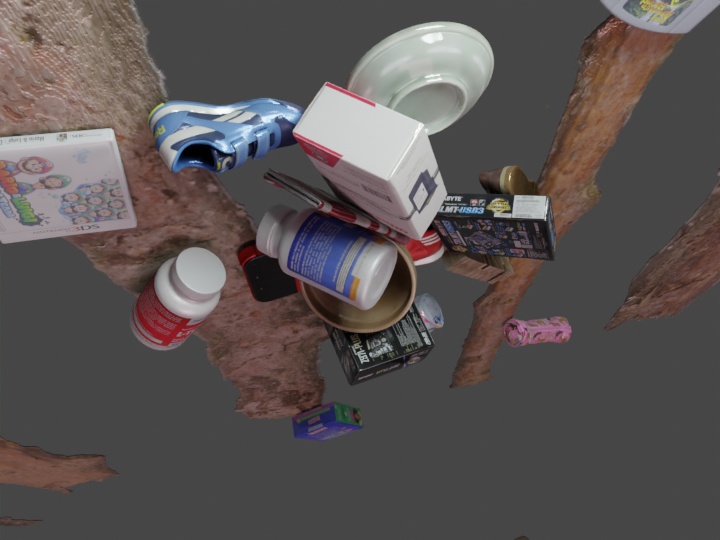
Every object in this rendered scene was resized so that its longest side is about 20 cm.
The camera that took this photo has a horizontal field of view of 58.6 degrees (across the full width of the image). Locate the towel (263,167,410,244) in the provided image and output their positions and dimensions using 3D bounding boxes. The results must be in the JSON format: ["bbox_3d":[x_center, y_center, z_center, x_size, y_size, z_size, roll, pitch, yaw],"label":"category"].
[{"bbox_3d":[-0.033,-0.091,0.942,0.200,0.144,0.023,17,102,-48],"label":"towel"}]

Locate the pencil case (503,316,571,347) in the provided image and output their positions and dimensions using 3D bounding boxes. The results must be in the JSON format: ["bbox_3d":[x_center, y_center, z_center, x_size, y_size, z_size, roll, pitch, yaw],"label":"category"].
[{"bbox_3d":[0.506,0.172,1.829,0.199,0.087,0.083,0,119,-30],"label":"pencil case"}]

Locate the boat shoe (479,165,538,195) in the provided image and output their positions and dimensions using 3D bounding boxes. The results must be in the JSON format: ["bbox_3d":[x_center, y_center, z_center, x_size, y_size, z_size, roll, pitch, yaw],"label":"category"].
[{"bbox_3d":[0.259,-0.127,1.115,0.072,0.072,0.200,5,170,31],"label":"boat shoe"}]

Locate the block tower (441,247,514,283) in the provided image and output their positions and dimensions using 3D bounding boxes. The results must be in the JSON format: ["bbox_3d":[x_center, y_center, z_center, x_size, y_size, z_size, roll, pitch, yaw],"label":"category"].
[{"bbox_3d":[0.238,-0.020,1.317,0.054,0.058,0.200,-34,148,33],"label":"block tower"}]

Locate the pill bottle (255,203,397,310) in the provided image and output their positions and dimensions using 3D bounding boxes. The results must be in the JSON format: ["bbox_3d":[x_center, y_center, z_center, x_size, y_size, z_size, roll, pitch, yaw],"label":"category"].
[{"bbox_3d":[-0.054,-0.028,0.978,0.199,0.112,0.112,25,160,16],"label":"pill bottle"}]

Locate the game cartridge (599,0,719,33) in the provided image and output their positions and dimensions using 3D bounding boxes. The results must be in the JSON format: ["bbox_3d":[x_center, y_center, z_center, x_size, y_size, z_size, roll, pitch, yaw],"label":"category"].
[{"bbox_3d":[0.367,-0.346,0.753,0.199,0.041,0.133,2,154,-32],"label":"game cartridge"}]

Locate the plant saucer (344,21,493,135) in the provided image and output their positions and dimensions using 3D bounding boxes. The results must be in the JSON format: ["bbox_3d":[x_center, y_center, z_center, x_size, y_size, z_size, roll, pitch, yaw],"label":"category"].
[{"bbox_3d":[0.081,-0.224,0.824,0.199,0.050,0.200,-13,155,-6],"label":"plant saucer"}]

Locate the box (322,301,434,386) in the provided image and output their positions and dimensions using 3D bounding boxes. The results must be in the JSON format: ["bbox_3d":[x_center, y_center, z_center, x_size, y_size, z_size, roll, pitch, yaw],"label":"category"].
[{"bbox_3d":[0.023,0.097,1.242,0.163,0.201,0.086,-16,156,-22],"label":"box"}]

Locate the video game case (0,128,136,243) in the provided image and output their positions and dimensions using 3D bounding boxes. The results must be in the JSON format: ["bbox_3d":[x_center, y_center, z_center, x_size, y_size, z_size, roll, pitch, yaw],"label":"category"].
[{"bbox_3d":[-0.397,-0.104,0.830,0.181,0.024,0.200,-9,153,-15],"label":"video game case"}]

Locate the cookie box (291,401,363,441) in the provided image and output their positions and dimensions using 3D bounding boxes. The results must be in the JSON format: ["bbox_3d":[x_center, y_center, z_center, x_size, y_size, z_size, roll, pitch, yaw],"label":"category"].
[{"bbox_3d":[-0.110,0.519,2.193,0.171,0.075,0.200,-24,153,19],"label":"cookie box"}]

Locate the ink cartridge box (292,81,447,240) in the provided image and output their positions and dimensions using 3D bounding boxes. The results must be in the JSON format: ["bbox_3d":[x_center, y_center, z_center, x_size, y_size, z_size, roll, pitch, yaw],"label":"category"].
[{"bbox_3d":[0.020,-0.135,0.835,0.085,0.144,0.200,-58,157,-7],"label":"ink cartridge box"}]

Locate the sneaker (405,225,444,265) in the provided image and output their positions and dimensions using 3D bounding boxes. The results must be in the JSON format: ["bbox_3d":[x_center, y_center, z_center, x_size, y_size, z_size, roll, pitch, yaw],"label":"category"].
[{"bbox_3d":[0.054,-0.043,1.170,0.199,0.078,0.116,-26,147,-5],"label":"sneaker"}]

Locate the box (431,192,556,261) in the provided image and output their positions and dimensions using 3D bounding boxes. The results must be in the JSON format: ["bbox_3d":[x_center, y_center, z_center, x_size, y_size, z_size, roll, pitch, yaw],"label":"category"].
[{"bbox_3d":[0.230,-0.074,1.108,0.198,0.050,0.200,7,165,23],"label":"box"}]

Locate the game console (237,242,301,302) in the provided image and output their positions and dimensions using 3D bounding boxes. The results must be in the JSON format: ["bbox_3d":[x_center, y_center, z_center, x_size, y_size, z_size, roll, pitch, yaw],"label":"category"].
[{"bbox_3d":[-0.125,-0.010,1.175,0.176,0.031,0.200,-18,156,-8],"label":"game console"}]

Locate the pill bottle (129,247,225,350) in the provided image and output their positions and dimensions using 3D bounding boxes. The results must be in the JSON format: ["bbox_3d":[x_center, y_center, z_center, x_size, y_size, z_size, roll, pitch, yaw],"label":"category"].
[{"bbox_3d":[-0.306,0.047,1.083,0.112,0.113,0.200,5,148,-37],"label":"pill bottle"}]

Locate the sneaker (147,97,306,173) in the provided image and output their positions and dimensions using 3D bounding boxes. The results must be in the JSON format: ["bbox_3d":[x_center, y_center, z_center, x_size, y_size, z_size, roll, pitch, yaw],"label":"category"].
[{"bbox_3d":[-0.153,-0.159,0.788,0.199,0.083,0.074,-9,153,-18],"label":"sneaker"}]

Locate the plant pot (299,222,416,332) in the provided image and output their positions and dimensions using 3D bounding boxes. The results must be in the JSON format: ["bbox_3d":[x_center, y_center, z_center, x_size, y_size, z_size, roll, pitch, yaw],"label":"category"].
[{"bbox_3d":[0.000,0.000,1.107,0.200,0.093,0.202,4,118,7],"label":"plant pot"}]

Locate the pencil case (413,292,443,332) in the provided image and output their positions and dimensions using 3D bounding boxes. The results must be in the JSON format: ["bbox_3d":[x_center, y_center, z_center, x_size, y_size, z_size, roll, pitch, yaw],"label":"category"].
[{"bbox_3d":[0.095,0.127,1.501,0.200,0.083,0.091,-26,131,23],"label":"pencil case"}]
